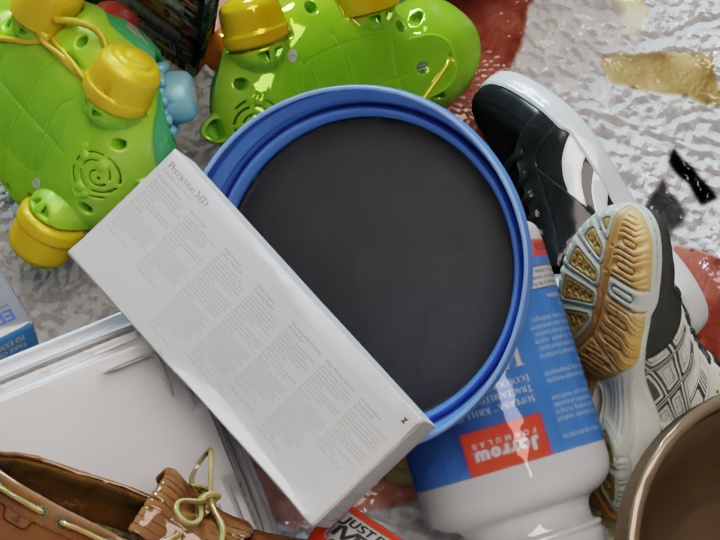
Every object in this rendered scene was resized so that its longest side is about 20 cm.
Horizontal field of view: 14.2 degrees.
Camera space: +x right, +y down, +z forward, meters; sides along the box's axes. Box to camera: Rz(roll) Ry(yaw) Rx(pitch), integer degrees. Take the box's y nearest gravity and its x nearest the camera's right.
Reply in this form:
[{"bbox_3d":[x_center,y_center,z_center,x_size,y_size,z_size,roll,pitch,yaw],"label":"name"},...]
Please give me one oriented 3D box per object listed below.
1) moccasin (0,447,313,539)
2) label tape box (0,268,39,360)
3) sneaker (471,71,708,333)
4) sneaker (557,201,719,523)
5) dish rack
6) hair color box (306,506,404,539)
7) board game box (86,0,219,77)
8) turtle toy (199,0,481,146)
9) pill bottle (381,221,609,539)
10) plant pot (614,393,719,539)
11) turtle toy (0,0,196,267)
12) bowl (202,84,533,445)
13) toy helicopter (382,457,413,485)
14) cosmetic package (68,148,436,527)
[{"bbox_3d":[-0.105,0.135,1.507,0.201,0.078,0.074,13,21,12],"label":"moccasin"},{"bbox_3d":[-0.262,0.045,1.625,0.144,0.063,0.200,-28,73,-19],"label":"label tape box"},{"bbox_3d":[0.107,-0.019,1.711,0.112,0.073,0.200,-34,77,-23],"label":"sneaker"},{"bbox_3d":[0.166,0.045,1.648,0.087,0.201,0.076,-16,34,-25],"label":"sneaker"},{"bbox_3d":[-0.158,0.125,1.573,0.199,0.044,0.172,-22,91,-7],"label":"dish rack"},{"bbox_3d":[-0.048,0.231,1.559,0.061,0.102,0.200,33,64,7],"label":"hair color box"},{"bbox_3d":[-0.129,-0.172,1.666,0.105,0.200,0.023,38,79,3],"label":"board game box"},{"bbox_3d":[-0.010,-0.110,1.712,0.200,0.101,0.146,-19,101,-25],"label":"turtle toy"},{"bbox_3d":[0.076,0.082,1.621,0.112,0.112,0.201,-17,86,-16],"label":"pill bottle"},{"bbox_3d":[0.227,0.169,1.628,0.200,0.093,0.202,4,75,-16],"label":"plant pot"},{"bbox_3d":[-0.170,-0.105,1.669,0.101,0.146,0.200,-6,45,-48],"label":"turtle toy"},{"bbox_3d":[0.000,0.000,1.565,0.200,0.039,0.201,0,90,19],"label":"bowl"},{"bbox_3d":[-0.030,0.046,1.672,0.200,0.079,0.132,39,56,-3],"label":"toy helicopter"},{"bbox_3d":[-0.057,0.036,1.533,0.083,0.051,0.200,-43,77,5],"label":"cosmetic package"}]
